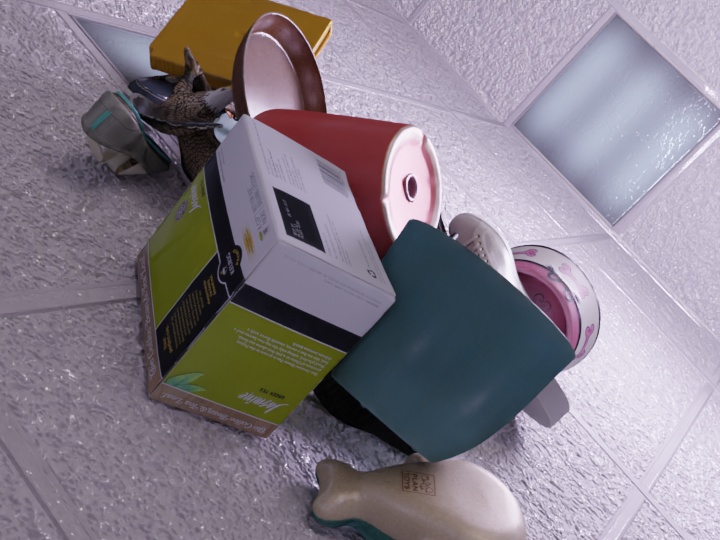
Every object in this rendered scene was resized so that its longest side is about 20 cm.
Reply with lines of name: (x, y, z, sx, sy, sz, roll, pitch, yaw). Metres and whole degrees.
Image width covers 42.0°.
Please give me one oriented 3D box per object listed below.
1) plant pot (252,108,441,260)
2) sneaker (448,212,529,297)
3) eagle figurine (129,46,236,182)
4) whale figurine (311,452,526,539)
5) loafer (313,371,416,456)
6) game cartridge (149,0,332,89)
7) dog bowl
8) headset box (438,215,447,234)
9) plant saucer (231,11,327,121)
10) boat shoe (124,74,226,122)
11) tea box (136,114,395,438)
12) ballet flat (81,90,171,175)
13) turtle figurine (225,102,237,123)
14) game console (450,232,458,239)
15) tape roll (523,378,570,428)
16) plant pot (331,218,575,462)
plant pot: (-0.018, -0.086, 1.032, 0.200, 0.177, 0.201, -3, 94, -60)
sneaker: (0.174, -0.002, 1.302, 0.085, 0.073, 0.200, 8, 47, -54)
eagle figurine: (-0.197, -0.172, 1.112, 0.151, 0.151, 0.200, 12, 46, -19)
whale figurine: (0.048, 0.236, 0.860, 0.199, 0.104, 0.159, 13, 27, -7)
loafer: (0.017, 0.135, 1.012, 0.200, 0.073, 0.071, 42, 14, -26)
game cartridge: (-0.160, -0.302, 1.251, 0.199, 0.032, 0.177, 19, 53, 10)
dog bowl: (0.243, 0.067, 1.370, 0.200, 0.200, 0.074, 48, 34, 14)
headset box: (0.081, -0.025, 1.306, 0.149, 0.075, 0.201, -19, 91, -75)
plant saucer: (-0.099, -0.204, 1.121, 0.200, 0.034, 0.201, -5, 90, -66)
boat shoe: (-0.238, -0.241, 1.270, 0.075, 0.062, 0.200, 50, 22, 18)
tea box: (-0.098, 0.005, 0.863, 0.133, 0.197, 0.200, 27, 27, -33)
ballet flat: (-0.259, -0.138, 1.023, 0.067, 0.064, 0.200, 45, -7, 7)
turtle figurine: (-0.152, -0.222, 1.337, 0.064, 0.201, 0.161, 4, -11, 19)
game console: (0.000, 0.000, 1.079, 0.175, 0.117, 0.200, 19, 17, 12)
tape roll: (0.200, 0.126, 1.263, 0.203, 0.037, 0.203, 49, -8, 9)
plant pot: (0.070, 0.078, 0.870, 0.200, 0.161, 0.201, 40, -5, 5)
